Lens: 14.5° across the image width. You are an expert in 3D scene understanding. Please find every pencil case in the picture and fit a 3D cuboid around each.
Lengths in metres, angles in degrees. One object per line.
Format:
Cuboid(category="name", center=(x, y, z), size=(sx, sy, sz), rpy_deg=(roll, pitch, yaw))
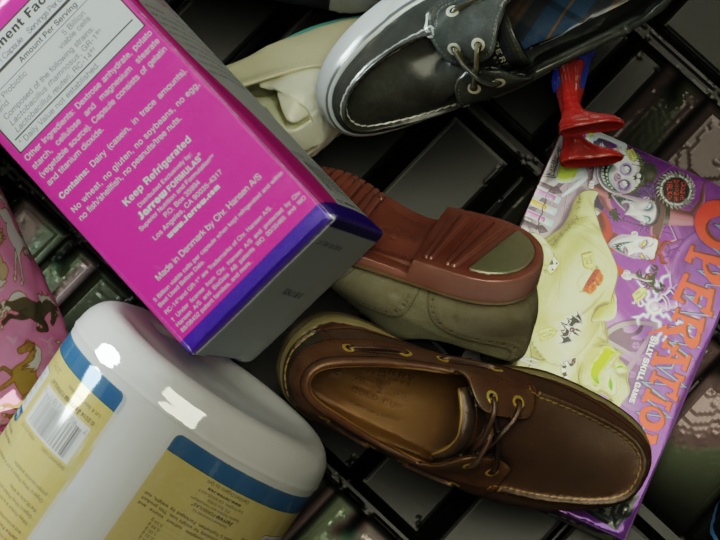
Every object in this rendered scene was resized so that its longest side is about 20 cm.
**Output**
Cuboid(category="pencil case", center=(-0.211, -0.010, 1.425), size=(0.086, 0.083, 0.200), rpy_deg=(-34, 112, -23))

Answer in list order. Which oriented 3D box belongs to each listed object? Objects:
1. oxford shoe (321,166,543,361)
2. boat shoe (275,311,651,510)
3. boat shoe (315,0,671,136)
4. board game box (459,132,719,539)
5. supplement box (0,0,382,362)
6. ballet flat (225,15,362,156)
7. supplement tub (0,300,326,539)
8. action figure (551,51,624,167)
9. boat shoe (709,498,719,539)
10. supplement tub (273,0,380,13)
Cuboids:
Cuboid(category="oxford shoe", center=(0.000, 0.000, 1.476), size=(0.199, 0.074, 0.071), rpy_deg=(19, 41, 25))
Cuboid(category="boat shoe", center=(0.053, 0.080, 1.426), size=(0.199, 0.068, 0.072), rpy_deg=(18, 98, -7))
Cuboid(category="boat shoe", center=(0.070, -0.123, 1.444), size=(0.200, 0.057, 0.069), rpy_deg=(-28, 122, 3))
Cuboid(category="board game box", center=(0.124, 0.032, 1.503), size=(0.120, 0.032, 0.201), rpy_deg=(24, 76, -1))
Cuboid(category="supplement box", center=(-0.100, -0.060, 1.405), size=(0.103, 0.101, 0.200), rpy_deg=(-43, 77, 7))
Cuboid(category="ballet flat", center=(-0.058, -0.078, 1.494), size=(0.199, 0.069, 0.070), rpy_deg=(-18, 78, -4))
Cuboid(category="supplement tub", center=(-0.125, 0.132, 1.386), size=(0.144, 0.145, 0.200), rpy_deg=(36, 96, 6))
Cuboid(category="action figure", center=(0.143, -0.160, 1.522), size=(0.099, 0.065, 0.201), rpy_deg=(-6, 67, 0))
Cuboid(category="boat shoe", center=(0.267, 0.080, 1.477), size=(0.084, 0.069, 0.200), rpy_deg=(36, 77, 6))
Cuboid(category="supplement tub", center=(-0.046, -0.213, 1.494), size=(0.199, 0.140, 0.141), rpy_deg=(9, 76, -1))
